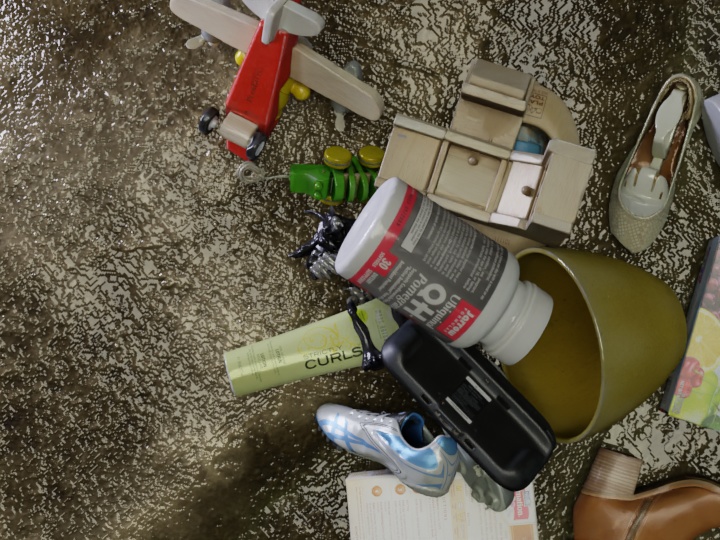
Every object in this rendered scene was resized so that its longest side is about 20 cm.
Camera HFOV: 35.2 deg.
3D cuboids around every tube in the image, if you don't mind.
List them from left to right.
[{"bbox_3d":[-0.050,0.086,1.253,0.199,0.052,0.058,-16,116,-3],"label":"tube"}]

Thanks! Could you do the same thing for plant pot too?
[{"bbox_3d":[0.250,0.065,1.177,0.141,0.200,0.201,-10,87,-22],"label":"plant pot"}]

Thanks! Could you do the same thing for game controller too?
[{"bbox_3d":[0.109,0.128,1.138,0.200,0.042,0.104,45,50,7],"label":"game controller"}]

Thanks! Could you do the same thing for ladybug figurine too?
[{"bbox_3d":[0.167,-0.105,1.231,0.135,0.072,0.201,16,90,6],"label":"ladybug figurine"}]

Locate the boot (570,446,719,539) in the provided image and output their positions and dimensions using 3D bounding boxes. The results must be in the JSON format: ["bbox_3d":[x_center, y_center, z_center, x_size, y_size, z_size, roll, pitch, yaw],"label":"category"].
[{"bbox_3d":[0.322,0.288,1.205,0.199,0.077,0.156,16,88,7],"label":"boot"}]

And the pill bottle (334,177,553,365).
[{"bbox_3d":[0.084,0.006,1.106,0.200,0.111,0.111,32,91,-9],"label":"pill bottle"}]

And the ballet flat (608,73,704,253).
[{"bbox_3d":[0.314,-0.119,1.225,0.067,0.062,0.201,18,89,19],"label":"ballet flat"}]

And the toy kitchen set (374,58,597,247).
[{"bbox_3d":[0.128,-0.135,1.109,0.199,0.180,0.164,18,89,6],"label":"toy kitchen set"}]

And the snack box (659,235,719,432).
[{"bbox_3d":[0.420,0.078,1.218,0.142,0.053,0.201,16,89,3],"label":"snack box"}]

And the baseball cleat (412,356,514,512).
[{"bbox_3d":[0.127,0.154,1.193,0.106,0.070,0.200,-16,58,-26],"label":"baseball cleat"}]

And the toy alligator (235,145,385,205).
[{"bbox_3d":[-0.032,-0.095,1.225,0.199,0.054,0.059,-4,129,-18],"label":"toy alligator"}]

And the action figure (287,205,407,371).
[{"bbox_3d":[0.000,0.000,1.217,0.119,0.102,0.201,-23,74,-16],"label":"action figure"}]

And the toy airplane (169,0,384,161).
[{"bbox_3d":[-0.090,-0.231,1.219,0.198,0.141,0.201,-13,110,29],"label":"toy airplane"}]

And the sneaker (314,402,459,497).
[{"bbox_3d":[0.029,0.173,1.196,0.200,0.072,0.073,19,93,46],"label":"sneaker"}]

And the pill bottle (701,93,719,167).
[{"bbox_3d":[0.473,-0.170,1.191,0.199,0.114,0.114,-21,87,3],"label":"pill bottle"}]

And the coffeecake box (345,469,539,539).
[{"bbox_3d":[0.091,0.289,1.223,0.199,0.073,0.154,-5,86,4],"label":"coffeecake box"}]
